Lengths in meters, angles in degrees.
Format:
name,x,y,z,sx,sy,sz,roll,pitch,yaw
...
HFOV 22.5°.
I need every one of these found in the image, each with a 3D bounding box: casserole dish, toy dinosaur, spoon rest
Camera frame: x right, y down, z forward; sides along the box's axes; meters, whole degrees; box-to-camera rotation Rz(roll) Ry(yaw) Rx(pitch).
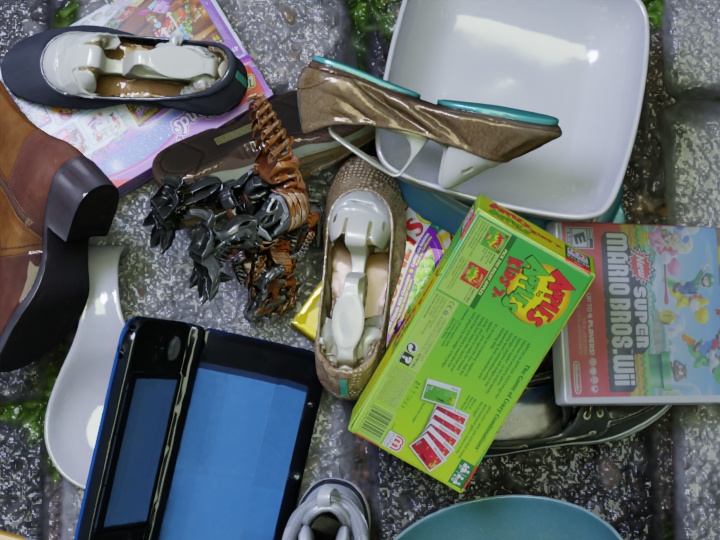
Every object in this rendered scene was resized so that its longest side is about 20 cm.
name,x,y,z,sx,sy,sz,roll,pitch,yaw
casserole dish,0.123,-0.075,1.458,0.199,0.039,0.122,27,78,2
toy dinosaur,-0.088,-0.045,1.404,0.135,0.102,0.202,-18,111,-28
spoon rest,-0.203,0.075,1.436,0.099,0.061,0.202,-3,81,-3

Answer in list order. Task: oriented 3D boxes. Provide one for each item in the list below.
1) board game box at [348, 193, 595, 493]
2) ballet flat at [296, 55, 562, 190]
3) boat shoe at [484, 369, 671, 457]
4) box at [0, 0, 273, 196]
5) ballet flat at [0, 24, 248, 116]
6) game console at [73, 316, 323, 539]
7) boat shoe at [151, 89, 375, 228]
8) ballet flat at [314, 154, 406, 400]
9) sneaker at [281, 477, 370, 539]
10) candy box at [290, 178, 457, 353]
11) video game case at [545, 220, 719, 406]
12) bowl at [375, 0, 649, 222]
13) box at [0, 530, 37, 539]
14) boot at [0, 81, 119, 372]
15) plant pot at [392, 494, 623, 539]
name,x,y,z,sx,sy,sz,roll,pitch,yaw
board game box,0.083,0.056,1.366,0.101,0.048,0.201,29,107,-4
ballet flat,0.046,-0.101,1.338,0.198,0.068,0.073,14,98,0
boat shoe,0.163,0.110,1.447,0.198,0.057,0.069,-14,82,-4
box,-0.189,-0.146,1.480,0.199,0.039,0.137,-31,83,-6
ballet flat,-0.187,-0.162,1.428,0.198,0.073,0.074,5,81,-1
game console,-0.121,0.146,1.378,0.117,0.171,0.202,12,89,15
boat shoe,-0.069,-0.089,1.465,0.199,0.077,0.072,-19,41,-7
ballet flat,0.000,0.000,1.426,0.070,0.065,0.202,1,77,4
sneaker,-0.033,0.257,1.386,0.074,0.115,0.202,6,81,4
candy box,0.041,-0.006,1.475,0.102,0.026,0.201,35,81,6
video game case,0.239,0.035,1.441,0.199,0.017,0.144,2,81,-26
bowl,0.117,-0.138,1.414,0.198,0.075,0.201,13,78,0
box,-0.296,0.304,1.409,0.118,0.041,0.202,14,79,0
boot,-0.292,-0.045,1.420,0.200,0.068,0.189,39,121,30
plant pot,0.112,0.284,1.369,0.199,0.200,0.136,-12,120,-4
